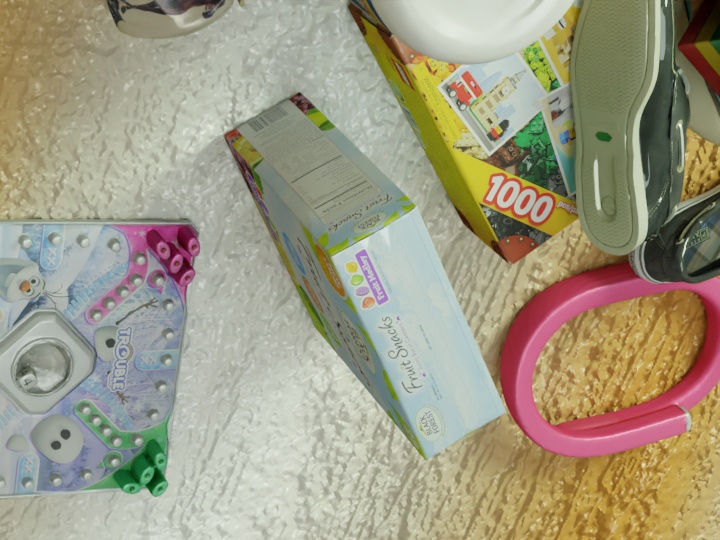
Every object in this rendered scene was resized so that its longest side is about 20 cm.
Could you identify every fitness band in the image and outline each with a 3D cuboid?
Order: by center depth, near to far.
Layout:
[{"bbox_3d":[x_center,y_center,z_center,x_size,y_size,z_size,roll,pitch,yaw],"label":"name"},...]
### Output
[{"bbox_3d":[0.196,0.065,1.519,0.199,0.037,0.145,-13,118,-21],"label":"fitness band"}]

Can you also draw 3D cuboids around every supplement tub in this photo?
[{"bbox_3d":[0.036,-0.219,1.210,0.144,0.200,0.146,-10,117,-20],"label":"supplement tub"}]

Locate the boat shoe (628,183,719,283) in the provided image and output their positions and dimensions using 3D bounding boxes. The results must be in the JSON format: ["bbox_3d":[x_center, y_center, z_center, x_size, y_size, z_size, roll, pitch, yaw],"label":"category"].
[{"bbox_3d":[0.288,-0.043,1.479,0.199,0.066,0.070,-23,112,-25],"label":"boat shoe"}]

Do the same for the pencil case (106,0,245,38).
[{"bbox_3d":[-0.134,-0.234,1.195,0.089,0.078,0.201,-16,121,5],"label":"pencil case"}]

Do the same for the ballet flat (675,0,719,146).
[{"bbox_3d":[0.207,-0.164,1.407,0.069,0.069,0.201,-29,121,-10],"label":"ballet flat"}]

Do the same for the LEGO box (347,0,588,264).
[{"bbox_3d":[0.105,-0.130,1.358,0.149,0.077,0.201,-35,123,-6],"label":"LEGO box"}]

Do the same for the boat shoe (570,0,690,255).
[{"bbox_3d":[0.181,-0.113,1.322,0.067,0.072,0.201,-21,121,-36],"label":"boat shoe"}]

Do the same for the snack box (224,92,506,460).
[{"bbox_3d":[0.000,0.000,1.297,0.067,0.200,0.169,-31,122,-9],"label":"snack box"}]

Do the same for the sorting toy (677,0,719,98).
[{"bbox_3d":[0.261,-0.206,1.353,0.200,0.069,0.200,-54,129,-45],"label":"sorting toy"}]

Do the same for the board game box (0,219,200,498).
[{"bbox_3d":[-0.208,0.064,1.333,0.199,0.026,0.201,-1,113,-25],"label":"board game box"}]
